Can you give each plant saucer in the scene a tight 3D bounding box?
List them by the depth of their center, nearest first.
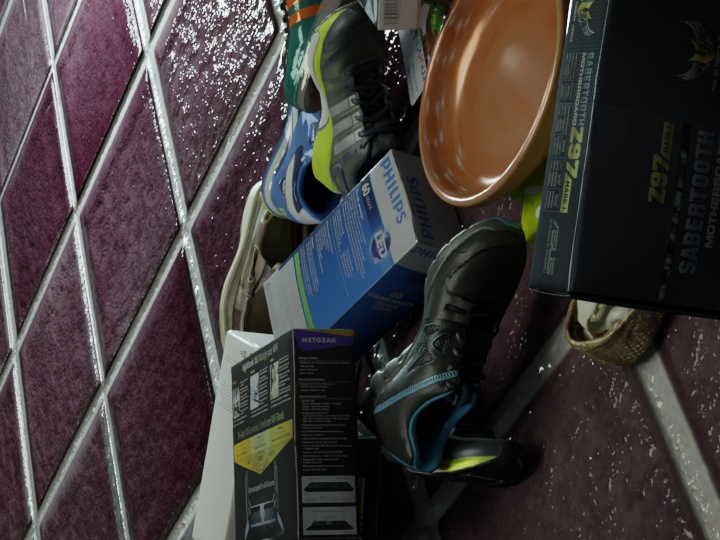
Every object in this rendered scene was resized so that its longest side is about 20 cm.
[{"bbox_3d":[0.108,-0.142,1.314,0.200,0.037,0.201,-37,46,53],"label":"plant saucer"}]

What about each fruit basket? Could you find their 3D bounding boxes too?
[{"bbox_3d":[0.055,-0.270,1.472,0.200,0.094,0.186,128,141,-51],"label":"fruit basket"}]

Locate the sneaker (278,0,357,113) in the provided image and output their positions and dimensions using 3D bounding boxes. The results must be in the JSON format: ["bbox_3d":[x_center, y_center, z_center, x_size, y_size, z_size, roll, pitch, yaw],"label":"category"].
[{"bbox_3d":[-0.043,-0.240,1.582,0.080,0.071,0.200,12,83,26],"label":"sneaker"}]

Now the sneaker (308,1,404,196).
[{"bbox_3d":[0.006,-0.140,1.523,0.081,0.074,0.200,42,146,41],"label":"sneaker"}]

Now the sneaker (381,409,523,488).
[{"bbox_3d":[0.064,0.120,1.375,0.200,0.074,0.081,9,88,62],"label":"sneaker"}]

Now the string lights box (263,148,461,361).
[{"bbox_3d":[0.000,0.000,1.507,0.200,0.059,0.103,-44,44,36],"label":"string lights box"}]

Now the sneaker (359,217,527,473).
[{"bbox_3d":[0.075,0.057,1.294,0.200,0.073,0.082,-64,33,18],"label":"sneaker"}]

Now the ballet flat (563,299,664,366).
[{"bbox_3d":[0.189,-0.023,1.163,0.071,0.065,0.200,46,125,49],"label":"ballet flat"}]

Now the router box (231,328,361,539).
[{"bbox_3d":[-0.054,0.139,1.383,0.200,0.052,0.158,148,121,-69],"label":"router box"}]

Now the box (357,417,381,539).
[{"bbox_3d":[-0.034,0.208,1.479,0.200,0.047,0.194,-149,58,-70],"label":"box"}]

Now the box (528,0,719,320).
[{"bbox_3d":[0.192,-0.074,1.069,0.051,0.157,0.200,9,91,64],"label":"box"}]

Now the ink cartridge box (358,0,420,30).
[{"bbox_3d":[0.012,-0.271,1.435,0.200,0.039,0.100,-114,22,-64],"label":"ink cartridge box"}]

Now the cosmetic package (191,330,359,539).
[{"bbox_3d":[-0.078,0.164,1.608,0.085,0.107,0.200,23,102,63],"label":"cosmetic package"}]

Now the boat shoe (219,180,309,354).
[{"bbox_3d":[-0.088,0.007,1.709,0.075,0.075,0.203,-4,79,57],"label":"boat shoe"}]

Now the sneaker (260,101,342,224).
[{"bbox_3d":[-0.031,-0.135,1.634,0.082,0.074,0.200,34,116,56],"label":"sneaker"}]

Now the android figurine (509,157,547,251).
[{"bbox_3d":[0.161,-0.086,1.268,0.182,0.041,0.200,0,82,64],"label":"android figurine"}]
